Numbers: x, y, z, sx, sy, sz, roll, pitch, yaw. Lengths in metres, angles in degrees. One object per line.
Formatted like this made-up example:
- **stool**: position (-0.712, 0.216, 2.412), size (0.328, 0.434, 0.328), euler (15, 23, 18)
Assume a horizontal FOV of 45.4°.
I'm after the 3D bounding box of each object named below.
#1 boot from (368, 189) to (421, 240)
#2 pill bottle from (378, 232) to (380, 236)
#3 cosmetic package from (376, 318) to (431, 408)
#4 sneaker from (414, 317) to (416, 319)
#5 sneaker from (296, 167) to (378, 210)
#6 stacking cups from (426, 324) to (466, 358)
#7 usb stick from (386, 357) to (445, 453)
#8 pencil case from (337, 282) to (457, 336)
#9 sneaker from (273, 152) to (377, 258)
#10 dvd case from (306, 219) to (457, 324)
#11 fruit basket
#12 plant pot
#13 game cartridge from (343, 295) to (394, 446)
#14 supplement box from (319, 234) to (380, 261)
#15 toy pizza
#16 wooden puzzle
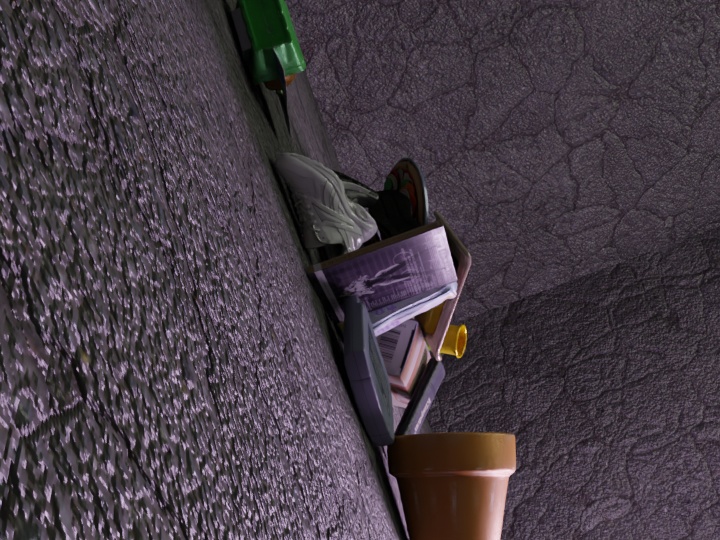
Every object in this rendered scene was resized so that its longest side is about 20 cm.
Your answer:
- **boot**: position (0.061, -0.037, 1.470), size (0.201, 0.076, 0.140), euler (-110, -168, -53)
- **pill bottle**: position (-0.006, -0.066, 1.818), size (0.200, 0.104, 0.108), euler (40, 30, -83)
- **cosmetic package**: position (0.061, 0.159, 1.484), size (0.201, 0.086, 0.105), euler (64, 43, -64)
- **sneaker**: position (0.114, 0.025, 1.670), size (0.114, 0.081, 0.200), euler (22, 22, -48)
- **sneaker**: position (-0.044, -0.111, 1.379), size (0.075, 0.089, 0.199), euler (30, 9, 26)
- **stacking cups**: position (0.094, 0.113, 1.575), size (0.060, 0.197, 0.062), euler (-27, 121, -58)
- **usb stick**: position (0.095, 0.236, 1.456), size (0.056, 0.032, 0.201), euler (80, 33, -48)
- **pencil case**: position (0.051, 0.047, 1.338), size (0.084, 0.198, 0.091), euler (62, -1, -21)
- **sneaker**: position (-0.060, -0.084, 1.239), size (0.200, 0.100, 0.077), euler (43, -17, -30)
- **dvd case**: position (0.035, 0.005, 1.232), size (0.149, 0.197, 0.016), euler (65, 6, -56)
- **fruit basket**: position (-0.146, -0.333, 1.348), size (0.201, 0.092, 0.188), euler (106, -32, -68)
- **plant pot**: position (0.140, 0.346, 1.303), size (0.200, 0.196, 0.187), euler (60, 28, -74)
- **game cartridge**: position (0.012, 0.154, 1.249), size (0.134, 0.041, 0.202), euler (-85, 163, -50)
- **supplement box**: position (0.000, 0.000, 1.538), size (0.200, 0.101, 0.133), euler (54, 16, -76)
- **toy pizza**: position (0.071, -0.101, 1.554), size (0.200, 0.031, 0.205), euler (180, -90, -71)
- **wooden puzzle**: position (0.125, 0.022, 1.458), size (0.186, 0.036, 0.204), euler (-115, -145, -63)
